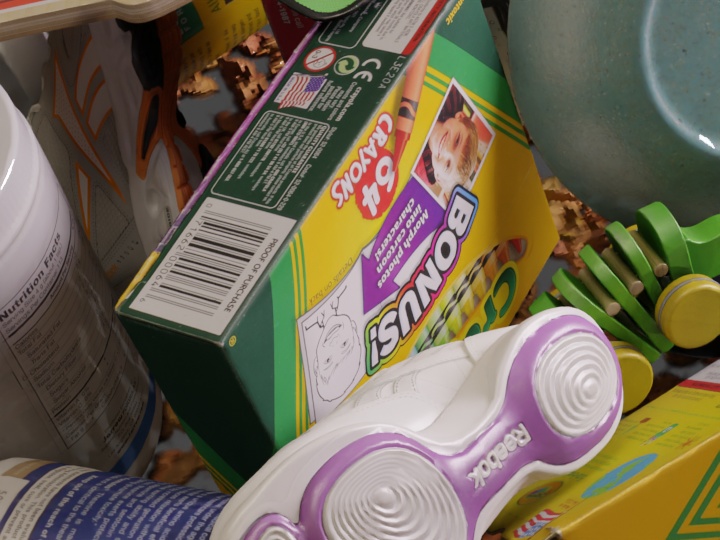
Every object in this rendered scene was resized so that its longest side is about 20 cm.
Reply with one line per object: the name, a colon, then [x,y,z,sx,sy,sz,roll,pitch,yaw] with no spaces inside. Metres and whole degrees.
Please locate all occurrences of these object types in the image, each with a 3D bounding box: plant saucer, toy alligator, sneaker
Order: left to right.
sneaker: [-0.129,-0.078,1.076,0.092,0.200,0.076,-12,6,18]
sneaker: [0.012,0.080,0.866,0.200,0.075,0.100,-27,7,-40]
toy alligator: [0.084,0.030,0.956,0.200,0.054,0.059,-41,34,5]
plant saucer: [0.163,-0.103,0.983,0.201,0.201,0.039,-28,21,-6]

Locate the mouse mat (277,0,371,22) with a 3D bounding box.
mouse mat: [-0.014,-0.184,1.012,0.161,0.008,0.200,-38,47,-18]

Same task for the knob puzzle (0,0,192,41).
knob puzzle: [-0.097,-0.172,0.992,0.219,0.030,0.220,-9,39,7]

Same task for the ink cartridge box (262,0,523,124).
ink cartridge box: [0.059,-0.144,1.067,0.200,0.145,0.083,-12,44,9]

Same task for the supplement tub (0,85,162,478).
supplement tub: [-0.172,0.020,0.985,0.132,0.200,0.132,-9,50,11]

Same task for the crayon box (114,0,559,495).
crayon box: [0.000,0.000,0.964,0.058,0.173,0.200,16,59,32]

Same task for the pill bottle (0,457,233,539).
pill bottle: [-0.064,0.142,0.911,0.200,0.111,0.111,8,55,23]

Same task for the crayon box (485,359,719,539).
crayon box: [0.128,0.081,0.893,0.200,0.127,0.051,-30,94,-7]

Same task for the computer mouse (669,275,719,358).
computer mouse: [0.214,-0.005,0.990,0.200,0.034,0.059,-18,27,6]

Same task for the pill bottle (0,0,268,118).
pill bottle: [-0.100,-0.155,1.161,0.200,0.113,0.113,-35,51,-12]
